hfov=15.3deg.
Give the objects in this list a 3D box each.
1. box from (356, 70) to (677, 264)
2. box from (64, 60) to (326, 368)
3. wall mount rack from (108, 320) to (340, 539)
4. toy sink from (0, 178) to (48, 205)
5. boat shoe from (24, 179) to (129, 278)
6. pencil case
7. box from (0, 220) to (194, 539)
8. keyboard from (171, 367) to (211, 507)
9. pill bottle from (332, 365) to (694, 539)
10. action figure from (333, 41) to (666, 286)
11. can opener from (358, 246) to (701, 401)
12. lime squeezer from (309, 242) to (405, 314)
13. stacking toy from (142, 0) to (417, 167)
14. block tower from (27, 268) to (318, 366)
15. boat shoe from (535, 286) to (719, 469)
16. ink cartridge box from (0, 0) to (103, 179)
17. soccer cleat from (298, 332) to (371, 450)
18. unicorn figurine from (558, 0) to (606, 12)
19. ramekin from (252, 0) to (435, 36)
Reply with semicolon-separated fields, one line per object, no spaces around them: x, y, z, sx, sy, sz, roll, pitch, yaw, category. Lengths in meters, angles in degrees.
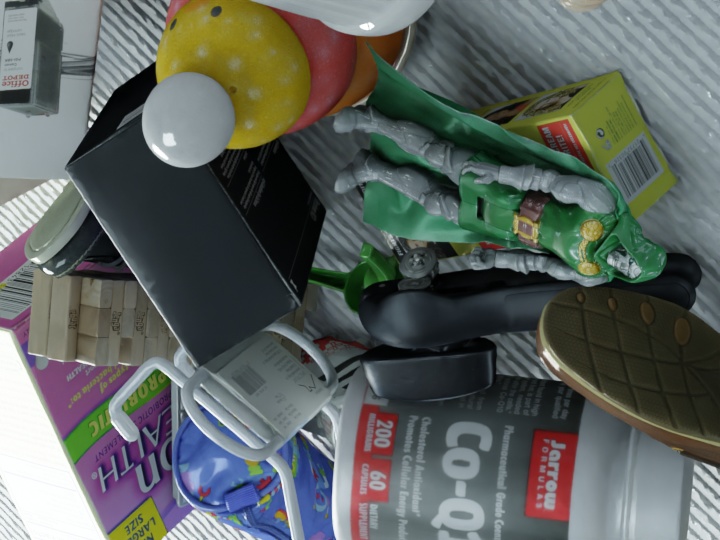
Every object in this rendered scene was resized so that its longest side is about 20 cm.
0.082;-0.054;1.502;0.199;0.050;0.076;-10;115;51;box
-0.093;-0.047;1.579;0.079;0.200;0.142;-33;101;12;box
-0.053;0.108;1.569;0.174;0.200;0.075;42;110;3;wall mount rack
-0.286;-0.141;1.740;0.112;0.130;0.201;38;151;48;toy sink
-0.152;-0.034;1.637;0.072;0.200;0.068;-41;97;16;boat shoe
-0.057;0.143;1.757;0.087;0.078;0.200;68;-172;22;pencil case
-0.165;0.065;1.783;0.096;0.176;0.201;10;130;43;box
-0.102;0.055;1.753;0.011;0.056;0.202;18;116;41;keyboard
0.090;0.118;1.549;0.198;0.114;0.114;5;133;10;pill bottle
0.077;-0.038;1.437;0.199;0.055;0.119;22;135;28;action figure
0.092;0.017;1.495;0.199;0.064;0.079;-12;121;13;can opener
0.000;0.000;1.635;0.070;0.038;0.200;38;167;-15;lime squeezer
-0.062;-0.115;1.450;0.145;0.200;0.147;9;121;15;stacking toy
-0.114;0.031;1.678;0.054;0.199;0.058;10;97;43;block tower
0.181;0.073;1.450;0.199;0.072;0.068;22;150;-8;boat shoe
-0.198;-0.174;1.576;0.147;0.082;0.201;-103;19;-50;ink cartridge box
-0.004;0.087;1.706;0.199;0.085;0.069;-3;121;49;soccer cleat
0.061;-0.188;1.366;0.200;0.073;0.138;40;129;46;unicorn figurine
-0.023;-0.220;1.330;0.202;0.094;0.204;-4;86;61;ramekin
